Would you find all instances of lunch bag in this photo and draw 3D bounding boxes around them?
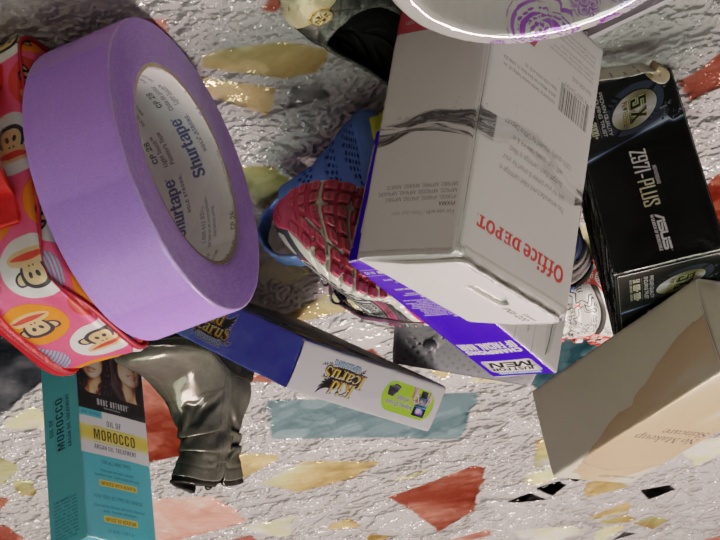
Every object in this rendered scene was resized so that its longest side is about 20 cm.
[{"bbox_3d":[-0.209,-0.047,1.048,0.081,0.201,0.176,-18,150,12],"label":"lunch bag"}]

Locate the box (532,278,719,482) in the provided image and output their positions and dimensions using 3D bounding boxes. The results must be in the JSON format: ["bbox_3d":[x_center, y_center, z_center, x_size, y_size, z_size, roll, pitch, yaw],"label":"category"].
[{"bbox_3d":[0.234,0.090,1.250,0.094,0.078,0.200,8,147,-32],"label":"box"}]

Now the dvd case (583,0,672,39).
[{"bbox_3d":[0.181,-0.221,1.058,0.199,0.025,0.150,-23,150,24],"label":"dvd case"}]

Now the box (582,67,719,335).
[{"bbox_3d":[0.228,-0.033,1.278,0.085,0.165,0.200,-13,152,5],"label":"box"}]

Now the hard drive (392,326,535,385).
[{"bbox_3d":[0.102,-0.002,1.318,0.134,0.042,0.201,9,124,-1],"label":"hard drive"}]

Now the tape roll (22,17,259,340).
[{"bbox_3d":[-0.139,-0.059,1.050,0.065,0.202,0.200,-20,151,17],"label":"tape roll"}]

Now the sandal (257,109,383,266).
[{"bbox_3d":[-0.024,-0.054,1.243,0.086,0.080,0.200,2,148,-17],"label":"sandal"}]

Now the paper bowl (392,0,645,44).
[{"bbox_3d":[0.099,-0.229,0.922,0.199,0.105,0.201,-8,151,-4],"label":"paper bowl"}]

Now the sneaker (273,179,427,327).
[{"bbox_3d":[0.000,0.000,1.185,0.074,0.081,0.200,-12,151,33],"label":"sneaker"}]

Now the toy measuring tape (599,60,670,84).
[{"bbox_3d":[0.133,-0.107,1.197,0.198,0.074,0.074,-9,153,1],"label":"toy measuring tape"}]

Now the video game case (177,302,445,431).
[{"bbox_3d":[-0.057,0.069,1.363,0.199,0.046,0.181,22,179,45],"label":"video game case"}]

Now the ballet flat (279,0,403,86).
[{"bbox_3d":[0.021,-0.152,1.091,0.066,0.057,0.199,-30,147,30],"label":"ballet flat"}]

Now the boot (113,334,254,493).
[{"bbox_3d":[-0.154,0.131,1.447,0.067,0.132,0.200,-3,166,28],"label":"boot"}]

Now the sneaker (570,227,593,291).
[{"bbox_3d":[0.096,-0.016,1.380,0.198,0.076,0.077,-12,125,7],"label":"sneaker"}]

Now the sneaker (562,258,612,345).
[{"bbox_3d":[0.231,0.046,1.535,0.107,0.068,0.202,-13,149,6],"label":"sneaker"}]

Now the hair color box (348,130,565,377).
[{"bbox_3d":[0.079,-0.012,1.178,0.064,0.110,0.200,-9,147,38],"label":"hair color box"}]

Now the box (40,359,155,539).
[{"bbox_3d":[-0.231,0.150,1.409,0.049,0.201,0.082,-27,149,32],"label":"box"}]

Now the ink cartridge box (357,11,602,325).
[{"bbox_3d":[0.084,-0.079,1.066,0.084,0.202,0.145,-3,160,36],"label":"ink cartridge box"}]
